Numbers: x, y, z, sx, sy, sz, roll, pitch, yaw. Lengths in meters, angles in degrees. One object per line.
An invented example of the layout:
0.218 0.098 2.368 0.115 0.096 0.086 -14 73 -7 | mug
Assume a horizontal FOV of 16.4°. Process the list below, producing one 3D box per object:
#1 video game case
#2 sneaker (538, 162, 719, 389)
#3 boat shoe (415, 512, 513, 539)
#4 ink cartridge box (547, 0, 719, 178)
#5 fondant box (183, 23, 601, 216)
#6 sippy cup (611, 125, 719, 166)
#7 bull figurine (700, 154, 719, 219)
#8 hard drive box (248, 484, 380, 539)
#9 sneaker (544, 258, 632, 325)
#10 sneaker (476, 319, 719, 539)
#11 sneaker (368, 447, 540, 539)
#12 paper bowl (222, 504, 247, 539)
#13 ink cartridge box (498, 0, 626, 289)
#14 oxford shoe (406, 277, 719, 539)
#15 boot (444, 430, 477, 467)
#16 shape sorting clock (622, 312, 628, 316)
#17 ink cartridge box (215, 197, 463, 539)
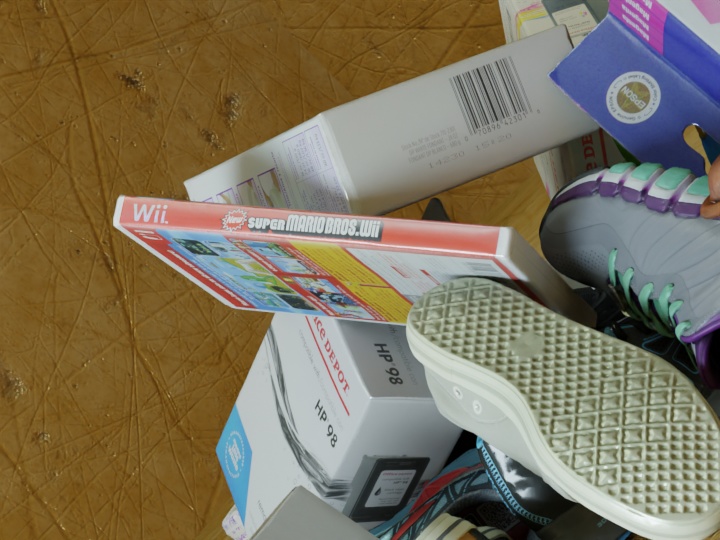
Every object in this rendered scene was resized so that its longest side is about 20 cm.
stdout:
0.000 0.000 1.198 0.143 0.199 0.018 39 -121 -63 | video game case
0.143 0.007 1.098 0.200 0.074 0.088 4 50 47 | sneaker
0.052 0.152 1.109 0.075 0.062 0.200 -50 -13 -5 | boat shoe
0.215 -0.107 1.144 0.200 0.196 0.043 -45 -25 -3 | ink cartridge box
0.011 -0.058 1.270 0.144 0.058 0.200 -22 0 -24 | fondant box
0.210 -0.117 1.251 0.139 0.131 0.178 -25 9 41 | sippy cup
0.234 -0.063 1.017 0.200 0.065 0.121 -31 13 -13 | bull figurine
-0.067 0.223 1.177 0.156 0.077 0.200 -48 -12 -46 | hard drive box
0.121 -0.016 1.439 0.200 0.116 0.076 -11 -28 -49 | sneaker
0.140 0.044 1.163 0.200 0.082 0.073 -44 -1 -19 | sneaker
0.022 0.162 1.260 0.200 0.079 0.096 -45 4 6 | sneaker
0.009 0.137 1.698 0.201 0.104 0.201 -46 2 2 | paper bowl
0.128 -0.088 1.357 0.067 0.117 0.200 -13 30 -1 | ink cartridge box
0.093 0.065 1.078 0.075 0.058 0.200 -31 38 -22 | oxford shoe
0.061 0.051 1.450 0.187 0.064 0.201 106 180 -59 | boot
0.224 -0.030 1.322 0.200 0.039 0.200 -36 6 4 | shape sorting clock
-0.004 0.068 1.326 0.066 0.116 0.200 2 -48 -27 | ink cartridge box
